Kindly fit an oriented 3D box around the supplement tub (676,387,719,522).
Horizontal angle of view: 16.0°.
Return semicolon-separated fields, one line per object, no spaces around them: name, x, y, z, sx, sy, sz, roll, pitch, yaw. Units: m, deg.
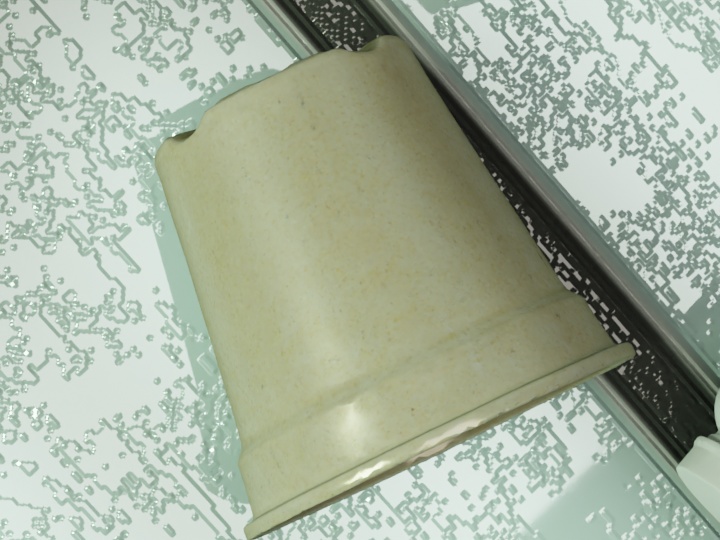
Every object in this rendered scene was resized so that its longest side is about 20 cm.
supplement tub;0.264;0.064;1.250;0.144;0.144;0.200;43;85;-8

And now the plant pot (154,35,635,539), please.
plant pot;0.000;0.000;1.196;0.200;0.200;0.184;-24;84;-7
